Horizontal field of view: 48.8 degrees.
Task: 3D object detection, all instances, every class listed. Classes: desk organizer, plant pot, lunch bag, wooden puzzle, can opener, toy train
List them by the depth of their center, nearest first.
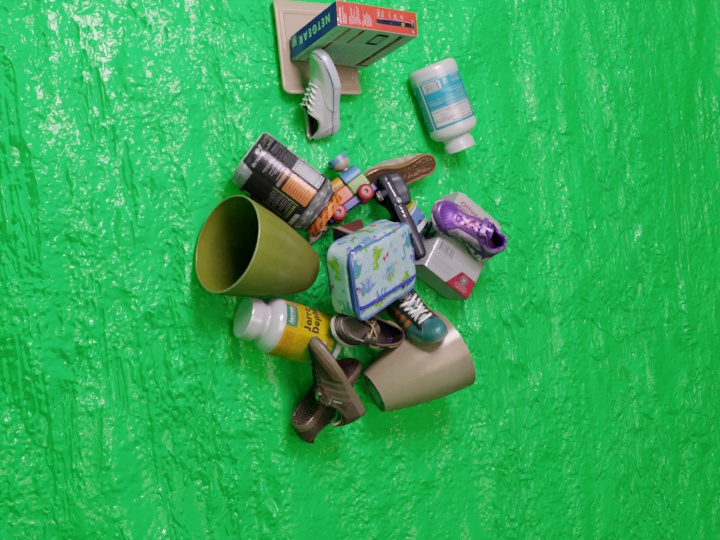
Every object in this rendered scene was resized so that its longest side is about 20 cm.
[{"bbox_3d":[-0.180,-0.024,1.520,0.200,0.187,0.187,21,77,-44],"label":"plant pot"},{"bbox_3d":[0.027,-0.002,1.553,0.200,0.082,0.161,-28,121,-44],"label":"lunch bag"},{"bbox_3d":[0.000,0.000,1.643,0.077,0.072,0.200,-22,119,-34],"label":"desk organizer"},{"bbox_3d":[-0.075,-0.147,1.643,0.200,0.085,0.116,-37,91,-7],"label":"toy train"},{"bbox_3d":[-0.092,-0.463,1.664,0.185,0.037,0.200,-7,87,-32],"label":"wooden puzzle"},{"bbox_3d":[0.088,-0.115,1.671,0.079,0.063,0.200,-21,79,-9],"label":"can opener"},{"bbox_3d":[0.110,0.212,1.690,0.200,0.187,0.188,-29,103,-18],"label":"plant pot"}]

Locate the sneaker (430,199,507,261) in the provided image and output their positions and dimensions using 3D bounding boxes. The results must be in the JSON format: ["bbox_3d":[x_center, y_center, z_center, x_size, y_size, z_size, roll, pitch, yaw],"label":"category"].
[{"bbox_3d":[0.243,-0.092,1.726,0.200,0.088,0.081,32,72,-24],"label":"sneaker"}]

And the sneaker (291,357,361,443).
[{"bbox_3d":[-0.066,0.265,1.632,0.200,0.070,0.076,-45,137,-28],"label":"sneaker"}]

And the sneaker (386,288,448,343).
[{"bbox_3d":[0.103,0.082,1.648,0.071,0.200,0.080,-35,127,-17],"label":"sneaker"}]

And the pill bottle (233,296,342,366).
[{"bbox_3d":[-0.143,0.117,1.559,0.200,0.113,0.113,20,78,-29],"label":"pill bottle"}]

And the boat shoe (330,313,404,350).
[{"bbox_3d":[0.016,0.121,1.590,0.200,0.059,0.072,22,61,-53],"label":"boat shoe"}]

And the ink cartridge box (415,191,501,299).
[{"bbox_3d":[0.212,-0.053,1.805,0.148,0.086,0.200,37,68,-25],"label":"ink cartridge box"}]

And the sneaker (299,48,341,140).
[{"bbox_3d":[-0.084,-0.345,1.595,0.071,0.073,0.200,-33,140,-25],"label":"sneaker"}]

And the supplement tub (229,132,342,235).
[{"bbox_3d":[-0.142,-0.163,1.542,0.200,0.123,0.123,37,69,-10],"label":"supplement tub"}]

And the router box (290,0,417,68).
[{"bbox_3d":[-0.015,-0.462,1.571,0.179,0.200,0.049,-2,86,-31],"label":"router box"}]

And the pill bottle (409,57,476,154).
[{"bbox_3d":[0.192,-0.367,1.790,0.111,0.111,0.200,-28,104,-30],"label":"pill bottle"}]

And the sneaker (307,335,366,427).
[{"bbox_3d":[-0.061,0.221,1.527,0.075,0.070,0.200,-32,112,-6],"label":"sneaker"}]

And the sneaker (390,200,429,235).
[{"bbox_3d":[0.087,-0.057,1.735,0.082,0.074,0.200,43,68,-25],"label":"sneaker"}]

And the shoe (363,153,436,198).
[{"bbox_3d":[0.071,-0.208,1.745,0.200,0.053,0.070,-21,114,-20],"label":"shoe"}]
